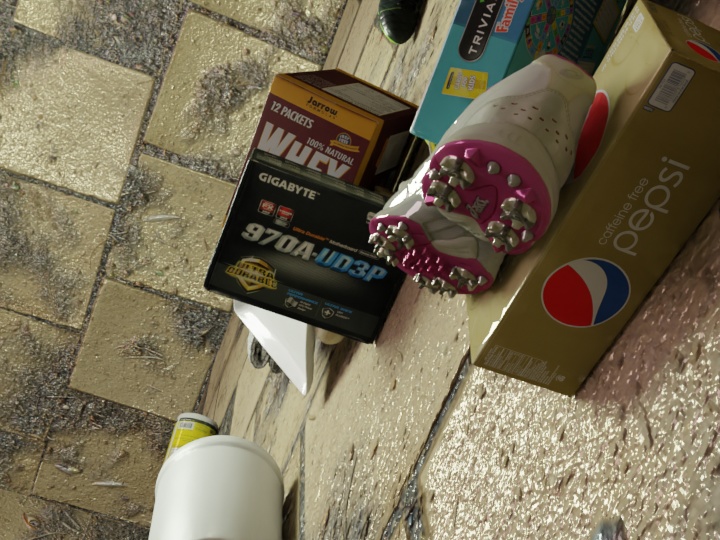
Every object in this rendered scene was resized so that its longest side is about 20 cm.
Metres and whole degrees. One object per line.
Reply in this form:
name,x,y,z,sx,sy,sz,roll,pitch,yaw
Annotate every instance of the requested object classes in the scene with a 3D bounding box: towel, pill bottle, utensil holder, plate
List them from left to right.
pill bottle,-0.449,0.482,2.371,0.112,0.112,0.200,126,160,-58
utensil holder,-0.175,0.328,1.116,0.200,0.170,0.170,-105,36,-67
plate,-0.109,0.031,1.184,0.200,0.032,0.200,45,144,39
towel,-0.133,0.065,1.578,0.166,0.086,0.200,-117,45,-78

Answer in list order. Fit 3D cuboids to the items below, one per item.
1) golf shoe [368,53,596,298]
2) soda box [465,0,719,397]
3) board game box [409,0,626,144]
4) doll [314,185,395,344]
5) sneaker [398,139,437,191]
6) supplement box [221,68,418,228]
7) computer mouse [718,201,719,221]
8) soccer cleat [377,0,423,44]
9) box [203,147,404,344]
golf shoe,0.065,-0.044,0.487,0.092,0.075,0.200,-56,6,-19
soda box,0.126,-0.030,0.474,0.068,0.064,0.200,-86,19,-54
board game box,0.117,-0.163,0.574,0.151,0.047,0.200,2,-69,-61
doll,0.000,0.000,1.097,0.136,0.048,0.200,-108,41,-74
sneaker,0.096,-0.115,0.735,0.075,0.076,0.200,-89,21,-63
supplement box,-0.041,-0.127,1.114,0.197,0.133,0.200,-67,-13,20
computer mouse,0.179,-0.026,0.306,0.200,0.034,0.059,-130,43,-84
soccer cleat,0.078,-0.450,1.456,0.081,0.068,0.200,-34,36,52
box,-0.050,-0.023,0.983,0.046,0.200,0.159,-94,26,-66
